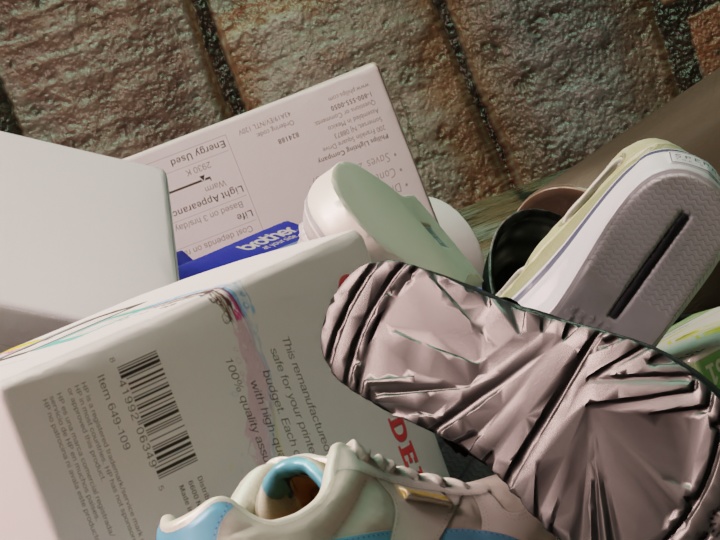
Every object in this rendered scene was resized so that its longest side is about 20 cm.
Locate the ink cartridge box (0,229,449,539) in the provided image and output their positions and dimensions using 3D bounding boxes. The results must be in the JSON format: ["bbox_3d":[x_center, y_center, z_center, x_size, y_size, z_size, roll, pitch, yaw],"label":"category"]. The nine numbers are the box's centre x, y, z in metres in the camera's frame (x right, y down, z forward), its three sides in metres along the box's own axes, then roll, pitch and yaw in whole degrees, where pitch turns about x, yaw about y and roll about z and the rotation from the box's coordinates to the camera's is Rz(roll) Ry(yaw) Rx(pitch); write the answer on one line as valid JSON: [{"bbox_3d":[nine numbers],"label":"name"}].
[{"bbox_3d":[-0.086,0.091,1.148,0.146,0.147,0.200,-16,5,45],"label":"ink cartridge box"}]

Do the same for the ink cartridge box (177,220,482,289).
[{"bbox_3d":[-0.028,0.042,1.427,0.200,0.076,0.136,17,27,34],"label":"ink cartridge box"}]

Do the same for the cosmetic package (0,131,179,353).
[{"bbox_3d":[-0.210,0.039,1.342,0.199,0.123,0.200,12,-51,-21],"label":"cosmetic package"}]

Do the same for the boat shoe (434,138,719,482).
[{"bbox_3d":[0.081,0.032,1.213,0.200,0.072,0.062,-50,14,11],"label":"boat shoe"}]

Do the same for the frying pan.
[{"bbox_3d":[0.117,0.016,1.411,0.031,0.115,0.190,-34,-5,36],"label":"frying pan"}]

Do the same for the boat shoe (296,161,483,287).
[{"bbox_3d":[0.000,0.000,1.277,0.069,0.072,0.200,-41,-4,7],"label":"boat shoe"}]

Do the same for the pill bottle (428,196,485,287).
[{"bbox_3d":[-0.017,0.023,1.904,0.200,0.120,0.120,-24,5,-39],"label":"pill bottle"}]

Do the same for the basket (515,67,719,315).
[{"bbox_3d":[0.183,-0.029,1.553,0.200,0.136,0.180,-29,-9,-40],"label":"basket"}]

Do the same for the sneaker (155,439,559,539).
[{"bbox_3d":[0.006,0.098,1.066,0.077,0.081,0.200,-19,0,37],"label":"sneaker"}]

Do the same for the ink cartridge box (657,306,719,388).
[{"bbox_3d":[0.186,0.037,1.243,0.200,0.048,0.146,-20,3,44],"label":"ink cartridge box"}]

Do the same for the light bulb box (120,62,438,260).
[{"bbox_3d":[-0.058,0.019,1.586,0.198,0.200,0.125,-22,3,-17],"label":"light bulb box"}]

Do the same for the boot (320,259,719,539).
[{"bbox_3d":[0.091,0.060,1.073,0.198,0.073,0.162,27,2,31],"label":"boot"}]
